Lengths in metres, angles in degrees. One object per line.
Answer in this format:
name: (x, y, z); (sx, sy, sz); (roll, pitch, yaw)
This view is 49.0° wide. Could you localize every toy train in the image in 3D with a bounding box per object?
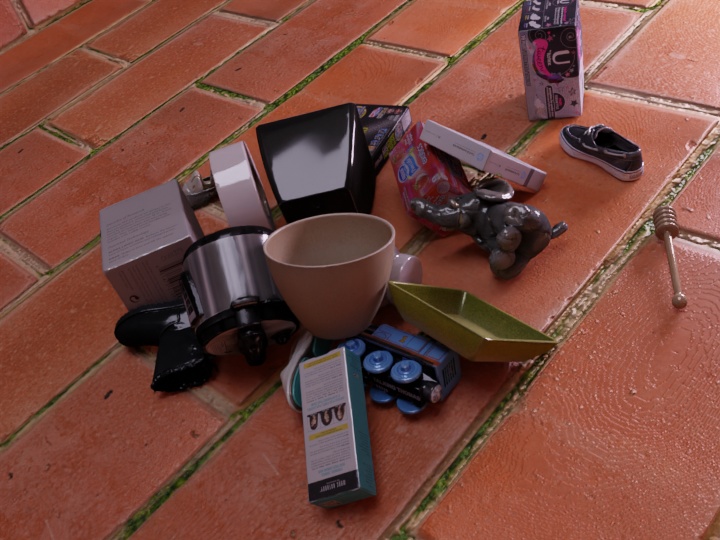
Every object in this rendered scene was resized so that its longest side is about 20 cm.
toy train: (0.052, 0.138, 1.181); (0.198, 0.088, 0.114); (17, 43, 38)

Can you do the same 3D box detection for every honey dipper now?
honey dipper: (0.483, -0.021, 1.224); (0.037, 0.038, 0.202); (-4, 44, 16)

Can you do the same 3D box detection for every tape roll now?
tape roll: (-0.220, -0.139, 1.496); (0.070, 0.205, 0.204); (-19, 40, -1)

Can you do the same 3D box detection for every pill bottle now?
pill bottle: (0.000, 0.000, 1.326); (0.197, 0.113, 0.113); (13, 49, 31)

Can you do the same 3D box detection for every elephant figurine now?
elephant figurine: (0.212, -0.091, 1.324); (0.142, 0.155, 0.200); (-53, 48, 4)

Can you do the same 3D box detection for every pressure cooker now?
pressure cooker: (-0.186, 0.050, 1.258); (0.177, 0.175, 0.203); (-28, 69, 31)

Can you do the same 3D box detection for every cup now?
cup: (-0.040, 0.017, 1.192); (0.196, 0.146, 0.201); (-5, 25, 2)

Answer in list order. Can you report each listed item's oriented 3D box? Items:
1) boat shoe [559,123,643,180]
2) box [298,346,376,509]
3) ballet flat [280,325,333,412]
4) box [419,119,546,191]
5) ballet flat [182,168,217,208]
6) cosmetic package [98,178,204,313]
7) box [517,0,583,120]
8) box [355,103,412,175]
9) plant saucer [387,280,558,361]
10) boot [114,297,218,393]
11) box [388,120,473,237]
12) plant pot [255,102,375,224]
boat shoe: (0.440, -0.236, 1.452); (0.071, 0.069, 0.200); (-28, 41, -11)
box: (-0.033, 0.215, 1.088); (0.081, 0.049, 0.203); (-22, 57, 23)
ballet flat: (-0.089, 0.149, 1.242); (0.068, 0.070, 0.202); (-2, 39, 19)
box: (0.222, -0.205, 1.415); (0.155, 0.198, 0.042); (35, 105, 37)
ballet flat: (-0.324, -0.191, 1.695); (0.197, 0.073, 0.073); (-21, 40, -2)
cosmetic package: (-0.370, -0.028, 1.457); (0.163, 0.167, 0.201); (-23, 39, -4)
box: (0.386, -0.422, 1.576); (0.113, 0.202, 0.133); (-2, 43, 20)
box: (0.001, -0.283, 1.690); (0.158, 0.045, 0.201); (9, 48, 29)
plant saucer: (0.158, 0.082, 1.160); (0.198, 0.049, 0.199); (8, 17, -46)
boot: (-0.333, 0.134, 1.342); (0.195, 0.074, 0.164); (-16, 46, 6)
box: (0.130, -0.170, 1.451); (0.096, 0.099, 0.202); (-45, 33, 25)
plant pot: (-0.076, -0.161, 1.487); (0.196, 0.201, 0.180); (-11, 53, 8)
